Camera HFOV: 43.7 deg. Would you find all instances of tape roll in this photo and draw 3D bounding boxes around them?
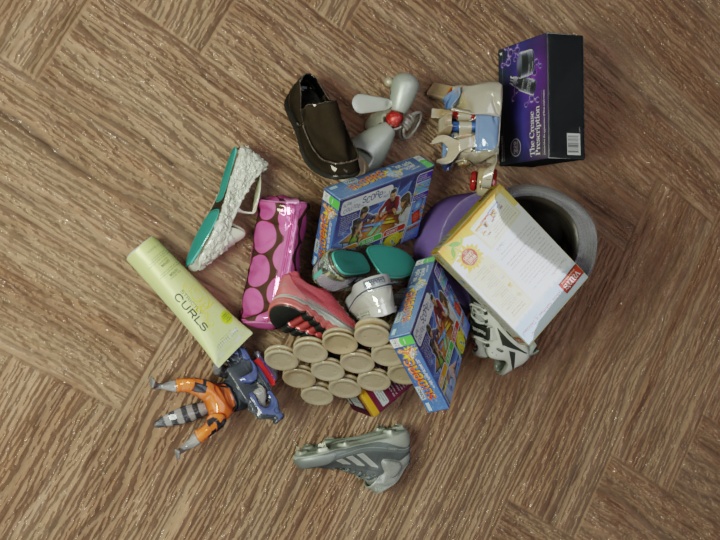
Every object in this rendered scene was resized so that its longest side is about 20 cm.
[{"bbox_3d":[0.193,-0.028,1.475,0.200,0.085,0.200,0,90,-25],"label":"tape roll"}]

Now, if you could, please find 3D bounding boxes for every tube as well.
[{"bbox_3d":[-0.242,0.039,1.266,0.058,0.052,0.200,-41,96,5],"label":"tube"}]

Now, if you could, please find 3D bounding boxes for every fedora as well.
[{"bbox_3d":[0.259,-0.042,1.409,0.200,0.090,0.177,9,84,-14],"label":"fedora"}]

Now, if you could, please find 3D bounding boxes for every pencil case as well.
[{"bbox_3d":[-0.122,-0.013,1.319,0.091,0.094,0.200,7,86,-10],"label":"pencil case"}]

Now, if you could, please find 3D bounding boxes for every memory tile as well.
[{"bbox_3d":[-0.025,0.132,1.278,0.153,0.200,0.017,50,34,-40],"label":"memory tile"}]

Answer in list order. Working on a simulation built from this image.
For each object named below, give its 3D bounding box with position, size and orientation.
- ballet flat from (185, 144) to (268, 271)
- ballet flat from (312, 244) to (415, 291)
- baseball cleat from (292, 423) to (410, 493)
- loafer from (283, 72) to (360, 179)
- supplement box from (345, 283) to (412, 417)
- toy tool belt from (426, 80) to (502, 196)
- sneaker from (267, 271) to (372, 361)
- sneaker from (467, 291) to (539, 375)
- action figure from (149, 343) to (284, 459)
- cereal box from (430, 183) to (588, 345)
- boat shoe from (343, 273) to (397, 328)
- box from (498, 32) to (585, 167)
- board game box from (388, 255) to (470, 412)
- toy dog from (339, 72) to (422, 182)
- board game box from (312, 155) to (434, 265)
[{"bbox_3d":[-0.186,-0.084,1.300,0.072,0.072,0.200,25,82,-24],"label":"ballet flat"},{"bbox_3d":[0.000,0.000,1.314,0.200,0.072,0.072,-1,91,-52],"label":"ballet flat"},{"bbox_3d":[-0.006,0.302,1.392,0.200,0.070,0.107,-9,94,-24],"label":"baseball cleat"},{"bbox_3d":[-0.059,-0.212,1.302,0.073,0.071,0.200,-15,55,-25],"label":"loafer"},{"bbox_3d":[0.049,0.120,1.407,0.200,0.086,0.110,-38,105,-20],"label":"supplement box"},{"bbox_3d":[0.161,-0.212,1.441,0.123,0.125,0.200,4,70,8],"label":"toy tool belt"},{"bbox_3d":[-0.041,0.067,1.283,0.200,0.074,0.087,36,43,-32],"label":"sneaker"},{"bbox_3d":[0.203,0.090,1.400,0.088,0.074,0.200,-41,120,-7],"label":"sneaker"},{"bbox_3d":[-0.209,0.159,1.302,0.193,0.105,0.200,-18,70,-31],"label":"action figure"},{"bbox_3d":[0.222,-0.007,1.330,0.200,0.040,0.144,46,79,-9],"label":"cereal box"},{"bbox_3d":[0.022,0.061,1.292,0.071,0.200,0.070,-16,78,-9],"label":"boat shoe"},{"bbox_3d":[0.298,-0.278,1.491,0.079,0.141,0.200,-2,91,-23],"label":"box"},{"bbox_3d":[0.103,0.087,1.289,0.136,0.034,0.200,62,28,-23],"label":"board game box"},{"bbox_3d":[0.008,-0.213,1.383,0.096,0.132,0.200,27,71,16],"label":"toy dog"},{"bbox_3d":[0.020,-0.085,1.351,0.200,0.034,0.136,-23,138,-39],"label":"board game box"}]
